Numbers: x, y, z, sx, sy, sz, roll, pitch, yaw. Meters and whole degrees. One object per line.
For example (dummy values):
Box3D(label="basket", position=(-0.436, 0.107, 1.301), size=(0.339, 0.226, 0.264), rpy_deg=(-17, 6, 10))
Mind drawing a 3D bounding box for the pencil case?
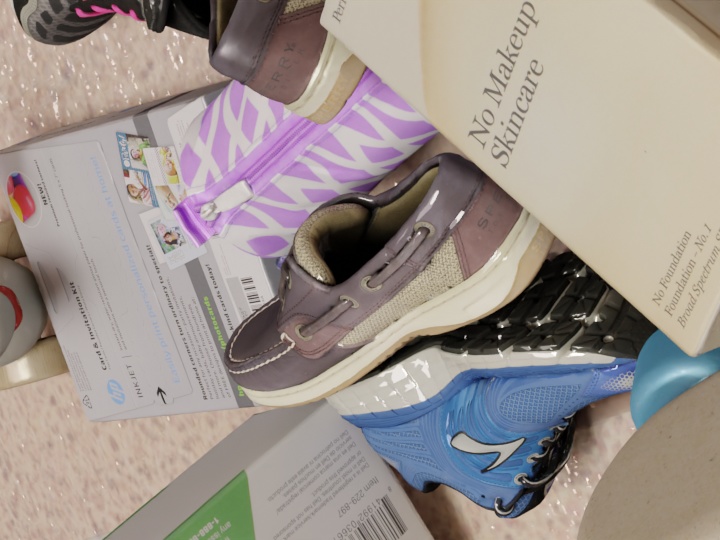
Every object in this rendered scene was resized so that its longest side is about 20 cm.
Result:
Box3D(label="pencil case", position=(-0.010, -0.075, 1.024), size=(0.084, 0.085, 0.200), rpy_deg=(57, 140, 6))

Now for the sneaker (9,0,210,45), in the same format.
Box3D(label="sneaker", position=(-0.096, -0.138, 1.097), size=(0.200, 0.074, 0.088), rpy_deg=(-30, 81, 47))

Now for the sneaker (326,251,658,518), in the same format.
Box3D(label="sneaker", position=(0.072, 0.053, 1.023), size=(0.089, 0.079, 0.200), rpy_deg=(54, 146, -11))

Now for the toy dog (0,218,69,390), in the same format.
Box3D(label="toy dog", position=(-0.218, 0.026, 1.251), size=(0.200, 0.096, 0.132), rpy_deg=(62, -171, -72))

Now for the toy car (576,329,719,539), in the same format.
Box3D(label="toy car", position=(0.198, 0.116, 0.852), size=(0.200, 0.185, 0.177), rpy_deg=(39, 130, -17))

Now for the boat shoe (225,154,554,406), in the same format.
Box3D(label="boat shoe", position=(0.000, 0.000, 1.004), size=(0.065, 0.072, 0.200), rpy_deg=(40, 143, -19))

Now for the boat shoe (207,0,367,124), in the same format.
Box3D(label="boat shoe", position=(-0.033, -0.148, 0.952), size=(0.072, 0.065, 0.200), rpy_deg=(-44, 37, 43))

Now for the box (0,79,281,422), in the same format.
Box3D(label="box", position=(-0.097, -0.006, 1.198), size=(0.200, 0.041, 0.156), rpy_deg=(-10, 102, 50))

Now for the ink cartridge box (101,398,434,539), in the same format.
Box3D(label="ink cartridge box", position=(-0.024, 0.181, 1.105), size=(0.087, 0.145, 0.200), rpy_deg=(-19, 107, 53))

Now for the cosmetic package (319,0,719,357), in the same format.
Box3D(label="cosmetic package", position=(0.085, -0.076, 0.822), size=(0.200, 0.073, 0.104), rpy_deg=(42, 132, 29))
